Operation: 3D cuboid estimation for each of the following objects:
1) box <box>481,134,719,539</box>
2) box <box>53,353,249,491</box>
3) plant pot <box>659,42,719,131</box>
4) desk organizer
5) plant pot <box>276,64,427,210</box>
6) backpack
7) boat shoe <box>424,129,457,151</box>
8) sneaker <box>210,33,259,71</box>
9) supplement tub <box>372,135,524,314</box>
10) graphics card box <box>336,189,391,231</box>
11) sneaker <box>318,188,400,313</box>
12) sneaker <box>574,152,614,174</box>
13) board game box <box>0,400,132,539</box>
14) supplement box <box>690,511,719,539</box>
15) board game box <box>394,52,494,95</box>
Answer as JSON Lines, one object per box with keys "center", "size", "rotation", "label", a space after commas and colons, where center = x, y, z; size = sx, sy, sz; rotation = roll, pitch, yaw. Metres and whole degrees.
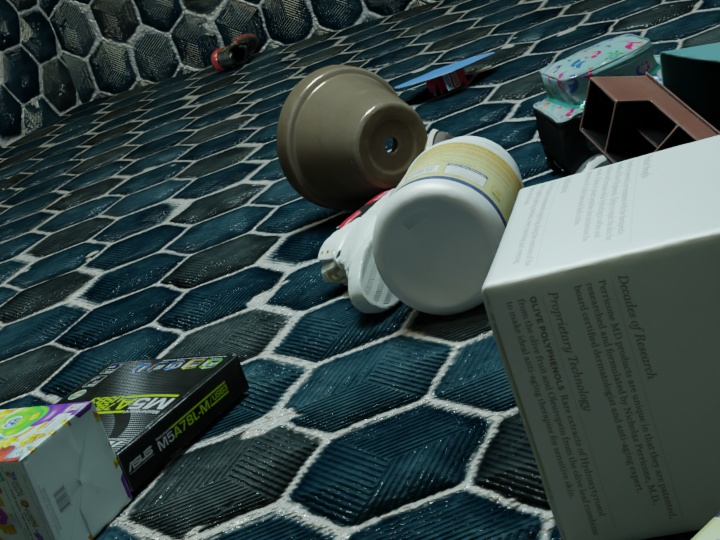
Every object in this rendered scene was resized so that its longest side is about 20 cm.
{"center": [0.201, 0.043, 0.847], "size": [0.169, 0.202, 0.199], "rotation": [-15, 17, 20], "label": "box"}
{"center": [-0.241, 0.151, 1.250], "size": [0.198, 0.048, 0.193], "rotation": [-6, 20, 37], "label": "box"}
{"center": [0.454, -0.183, 1.359], "size": [0.197, 0.143, 0.141], "rotation": [-14, 16, -11], "label": "plant pot"}
{"center": [0.317, -0.142, 1.347], "size": [0.076, 0.073, 0.201], "rotation": [-4, 32, -17], "label": "desk organizer"}
{"center": [0.006, -0.177, 1.697], "size": [0.199, 0.203, 0.174], "rotation": [-26, 19, -21], "label": "plant pot"}
{"center": [0.326, -0.212, 1.566], "size": [0.197, 0.153, 0.178], "rotation": [-15, 16, -2], "label": "backpack"}
{"center": [0.118, -0.145, 1.651], "size": [0.059, 0.073, 0.200], "rotation": [15, 7, 8], "label": "boat shoe"}
{"center": [-0.349, -0.645, 3.658], "size": [0.097, 0.072, 0.200], "rotation": [-5, 25, 39], "label": "sneaker"}
{"center": [0.101, -0.056, 1.329], "size": [0.143, 0.146, 0.200], "rotation": [-12, 19, 21], "label": "supplement tub"}
{"center": [0.085, -0.068, 1.540], "size": [0.198, 0.051, 0.125], "rotation": [-8, 20, 36], "label": "graphics card box"}
{"center": [0.000, 0.000, 1.426], "size": [0.115, 0.074, 0.201], "rotation": [-34, 21, 32], "label": "sneaker"}
{"center": [0.255, -0.061, 1.351], "size": [0.082, 0.073, 0.199], "rotation": [26, 44, 33], "label": "sneaker"}
{"center": [-0.324, 0.192, 1.119], "size": [0.198, 0.106, 0.103], "rotation": [-8, 20, 30], "label": "board game box"}
{"center": [0.143, 0.216, 0.395], "size": [0.199, 0.202, 0.133], "rotation": [-31, 22, -31], "label": "supplement box"}
{"center": [0.161, -0.357, 2.333], "size": [0.157, 0.039, 0.199], "rotation": [-8, 15, 46], "label": "board game box"}
